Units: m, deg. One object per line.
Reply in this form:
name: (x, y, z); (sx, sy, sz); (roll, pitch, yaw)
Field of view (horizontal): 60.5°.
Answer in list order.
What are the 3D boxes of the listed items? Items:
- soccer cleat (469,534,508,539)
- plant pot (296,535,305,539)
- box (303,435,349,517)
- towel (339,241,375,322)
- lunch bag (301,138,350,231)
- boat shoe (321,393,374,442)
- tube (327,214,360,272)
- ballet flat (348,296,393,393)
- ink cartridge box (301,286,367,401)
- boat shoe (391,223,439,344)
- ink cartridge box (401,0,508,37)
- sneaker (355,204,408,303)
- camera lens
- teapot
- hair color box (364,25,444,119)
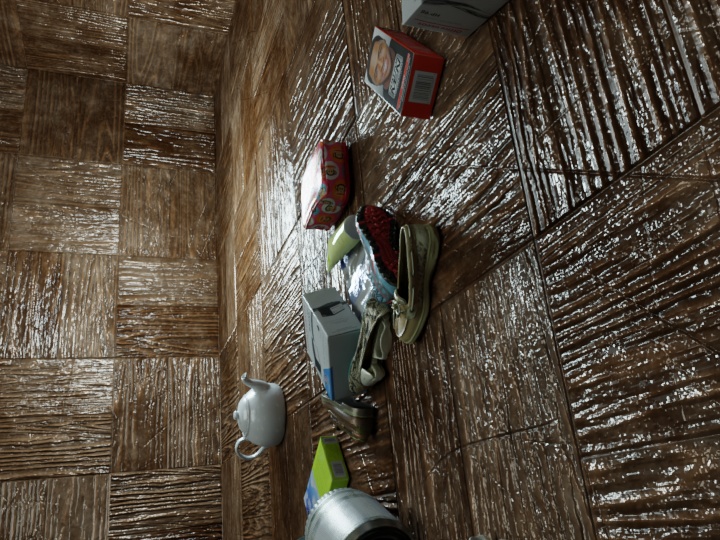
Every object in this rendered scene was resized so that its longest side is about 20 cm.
soccer cleat: (0.179, 0.361, 0.713); (0.200, 0.066, 0.088); (142, 123, -69)
plant pot: (-0.093, 0.664, 1.239); (0.199, 0.193, 0.205); (108, 154, -50)
box: (-0.079, 0.491, 1.389); (0.123, 0.046, 0.205); (-117, 35, -53)
towel: (0.000, 0.000, 1.268); (0.149, 0.023, 0.204); (113, 151, -42)
lunch bag: (-0.087, -0.205, 1.434); (0.200, 0.079, 0.182); (133, 136, -60)
boat shoe: (-0.034, 0.296, 1.261); (0.199, 0.070, 0.071); (-179, 93, -69)
tube: (-0.042, -0.058, 1.301); (0.052, 0.058, 0.200); (46, 156, -2)
ballet flat: (0.023, 0.153, 1.149); (0.075, 0.066, 0.206); (32, 116, 48)
ink cartridge box: (-0.056, 0.147, 1.282); (0.200, 0.081, 0.150); (-131, 34, -61)
boat shoe: (0.078, 0.022, 1.010); (0.073, 0.061, 0.207); (-138, 53, -62)
ink cartridge box: (0.130, -0.386, 0.847); (0.199, 0.112, 0.069); (163, 107, -68)
sneaker: (0.026, -0.029, 1.129); (0.097, 0.077, 0.204); (114, 150, -47)
camera lens: (-0.001, 0.472, 1.039); (0.199, 0.155, 0.166); (-179, 91, -68)
teapot: (-0.314, 0.443, 1.873); (0.199, 0.141, 0.205); (121, 144, -51)
hair color box: (0.070, -0.345, 1.069); (0.201, 0.059, 0.104); (-119, 37, -55)
